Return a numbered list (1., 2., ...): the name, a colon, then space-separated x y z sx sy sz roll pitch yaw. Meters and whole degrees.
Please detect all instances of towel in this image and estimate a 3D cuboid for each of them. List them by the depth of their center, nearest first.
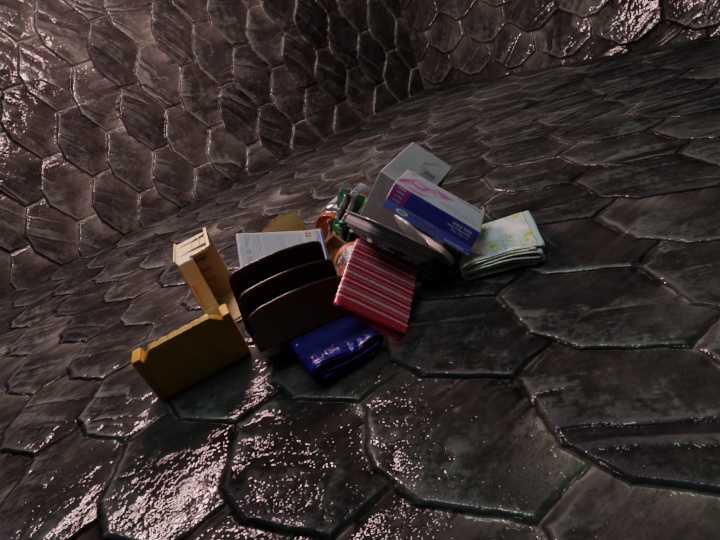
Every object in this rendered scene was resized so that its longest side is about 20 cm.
1. towel: 0.033 0.030 0.973 0.023 0.144 0.201 -59 9 41
2. towel: -0.058 0.135 0.974 0.147 0.050 0.200 -22 22 -20
3. towel: 0.288 -0.057 1.083 0.170 0.048 0.200 -14 24 15

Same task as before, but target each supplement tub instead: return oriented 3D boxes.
1. supplement tub: 0.000 0.000 1.130 0.106 0.108 0.200 -23 24 -5
2. supplement tub: -0.038 -0.161 1.491 0.122 0.123 0.200 -3 30 36

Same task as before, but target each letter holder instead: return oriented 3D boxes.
1. letter holder: -0.135 0.040 0.993 0.199 0.143 0.100 -23 23 -20

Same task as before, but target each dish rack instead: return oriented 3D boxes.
1. dish rack: 0.055 -0.066 1.066 0.044 0.171 0.200 -65 22 5

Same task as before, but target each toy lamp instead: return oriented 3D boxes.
1. toy lamp: 0.097 -0.013 1.141 0.058 0.059 0.199 -33 26 -25

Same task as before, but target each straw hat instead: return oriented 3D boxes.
1. straw hat: -0.181 -0.046 1.346 0.085 0.202 0.201 32 51 25

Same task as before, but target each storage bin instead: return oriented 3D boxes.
1. storage bin: -0.378 0.021 1.289 0.093 0.201 0.199 -27 24 -10

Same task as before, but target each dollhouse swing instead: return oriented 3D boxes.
1. dollhouse swing: -0.364 0.137 1.087 0.199 0.183 0.176 -28 44 -13

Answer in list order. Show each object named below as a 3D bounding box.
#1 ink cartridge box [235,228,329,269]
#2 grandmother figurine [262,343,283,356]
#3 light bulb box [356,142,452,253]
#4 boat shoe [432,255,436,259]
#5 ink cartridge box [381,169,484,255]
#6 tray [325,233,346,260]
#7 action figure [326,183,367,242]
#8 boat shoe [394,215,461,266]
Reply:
1. ink cartridge box: -0.164 0.001 1.130 0.198 0.041 0.201 -5 57 -17
2. grandmother figurine: -0.183 0.113 1.109 0.120 0.061 0.200 -11 27 4
3. light bulb box: 0.102 -0.176 1.281 0.124 0.201 0.198 35 44 7
4. boat shoe: 0.179 -0.095 1.195 0.200 0.070 0.071 -50 10 -37
5. ink cartridge box: 0.154 -0.126 1.046 0.195 0.044 0.200 30 26 2
6. tray: -0.083 -0.003 1.228 0.200 0.098 0.037 -47 -9 -45
7. action figure: -0.053 -0.113 1.349 0.054 0.201 0.118 1 27 -37
8. boat shoe: 0.149 -0.080 1.106 0.060 0.076 0.200 -42 51 -6
